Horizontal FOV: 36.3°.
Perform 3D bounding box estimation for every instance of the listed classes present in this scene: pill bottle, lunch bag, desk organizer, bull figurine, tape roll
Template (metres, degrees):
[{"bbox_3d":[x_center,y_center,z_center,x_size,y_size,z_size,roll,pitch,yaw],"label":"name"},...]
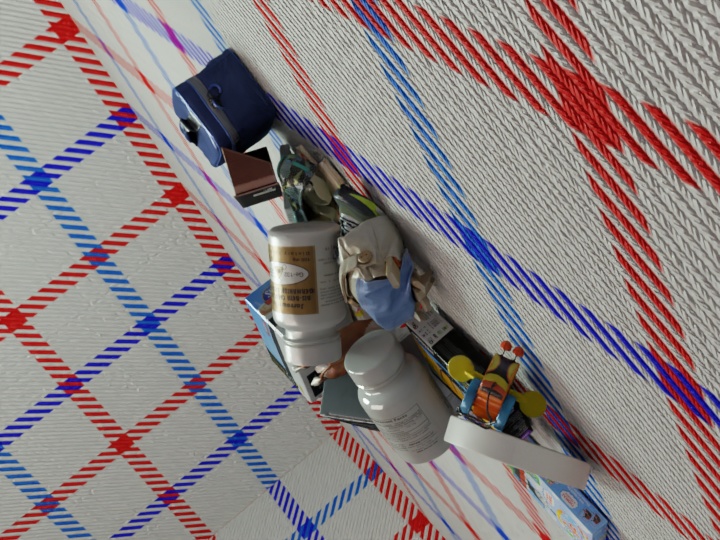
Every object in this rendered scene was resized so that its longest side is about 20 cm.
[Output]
[{"bbox_3d":[-0.078,0.034,1.643,0.114,0.113,0.203,-155,60,-68],"label":"pill bottle"},{"bbox_3d":[0.061,0.193,1.698,0.201,0.114,0.114,56,169,-29],"label":"pill bottle"},{"bbox_3d":[-0.225,-0.249,1.743,0.136,0.132,0.200,52,170,-1],"label":"lunch bag"},{"bbox_3d":[-0.167,-0.151,1.702,0.200,0.071,0.078,158,95,-87],"label":"desk organizer"},{"bbox_3d":[-0.020,0.126,1.784,0.121,0.199,0.066,-31,87,37],"label":"bull figurine"},{"bbox_3d":[0.209,0.242,1.467,0.200,0.038,0.203,19,175,2],"label":"tape roll"}]

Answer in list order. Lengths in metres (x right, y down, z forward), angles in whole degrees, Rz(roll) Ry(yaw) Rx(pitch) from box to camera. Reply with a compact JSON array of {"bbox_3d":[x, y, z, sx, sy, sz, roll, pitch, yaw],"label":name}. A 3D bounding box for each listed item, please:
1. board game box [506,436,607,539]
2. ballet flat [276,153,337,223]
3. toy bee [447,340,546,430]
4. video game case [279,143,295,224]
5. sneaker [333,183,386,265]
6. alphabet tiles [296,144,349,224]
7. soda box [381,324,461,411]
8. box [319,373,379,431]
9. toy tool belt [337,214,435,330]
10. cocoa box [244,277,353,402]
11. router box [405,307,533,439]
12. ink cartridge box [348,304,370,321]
[{"bbox_3d":[0.299,0.342,1.692,0.200,0.036,0.152,46,168,28],"label":"board game box"},{"bbox_3d":[-0.071,-0.102,1.678,0.074,0.074,0.200,46,172,29],"label":"ballet flat"},{"bbox_3d":[0.182,0.148,1.404,0.130,0.110,0.200,27,179,-10],"label":"toy bee"},{"bbox_3d":[-0.100,-0.089,1.813,0.201,0.018,0.145,73,-172,-51],"label":"video game case"},{"bbox_3d":[-0.003,-0.043,1.567,0.074,0.081,0.201,30,158,34],"label":"sneaker"},{"bbox_3d":[-0.032,-0.106,1.700,0.196,0.015,0.200,49,170,6],"label":"alphabet tiles"},{"bbox_3d":[0.113,0.156,1.799,0.063,0.068,0.201,36,160,56],"label":"soda box"},{"bbox_3d":[0.043,0.225,1.916,0.146,0.106,0.200,5,167,28],"label":"box"},{"bbox_3d":[0.042,0.028,1.530,0.123,0.124,0.201,54,174,39],"label":"toy tool belt"},{"bbox_3d":[-0.095,0.104,1.922,0.131,0.133,0.201,41,160,36],"label":"cocoa box"},{"bbox_3d":[0.161,0.157,1.625,0.200,0.051,0.150,44,169,43],"label":"router box"},{"bbox_3d":[0.009,0.050,1.901,0.201,0.067,0.116,55,170,-16],"label":"ink cartridge box"}]
